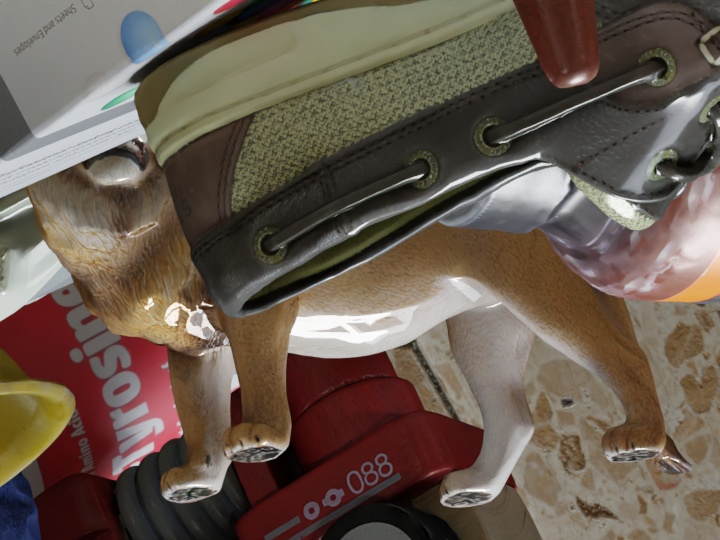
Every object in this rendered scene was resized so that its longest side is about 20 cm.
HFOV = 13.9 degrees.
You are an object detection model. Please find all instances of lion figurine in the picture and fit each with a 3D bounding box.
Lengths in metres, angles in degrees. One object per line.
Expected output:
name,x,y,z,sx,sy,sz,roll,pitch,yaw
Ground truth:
lion figurine,0.000,0.000,0.833,0.200,0.123,0.072,6,156,-25

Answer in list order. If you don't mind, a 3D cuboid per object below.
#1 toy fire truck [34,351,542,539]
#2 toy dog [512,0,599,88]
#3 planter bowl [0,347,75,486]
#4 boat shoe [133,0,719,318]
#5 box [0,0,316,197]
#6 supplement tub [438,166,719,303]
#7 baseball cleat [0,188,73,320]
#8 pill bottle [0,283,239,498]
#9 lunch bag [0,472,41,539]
toy fire truck,-0.057,0.065,0.980,0.176,0.200,0.129,-33,155,19
toy dog,0.063,-0.102,0.470,0.200,0.096,0.132,-31,178,44
planter bowl,-0.166,0.032,0.601,0.200,0.084,0.200,-26,171,-5
boat shoe,0.051,-0.040,0.641,0.201,0.066,0.072,-16,177,13
box,-0.012,-0.085,0.693,0.200,0.041,0.156,-33,177,42
supplement tub,0.113,-0.044,0.751,0.200,0.107,0.107,2,166,-21
baseball cleat,-0.068,-0.038,0.900,0.200,0.070,0.106,-21,-175,-7
pill bottle,-0.132,0.039,1.061,0.200,0.112,0.112,-30,178,-22
lunch bag,-0.200,0.095,0.898,0.200,0.132,0.136,-10,166,-22
